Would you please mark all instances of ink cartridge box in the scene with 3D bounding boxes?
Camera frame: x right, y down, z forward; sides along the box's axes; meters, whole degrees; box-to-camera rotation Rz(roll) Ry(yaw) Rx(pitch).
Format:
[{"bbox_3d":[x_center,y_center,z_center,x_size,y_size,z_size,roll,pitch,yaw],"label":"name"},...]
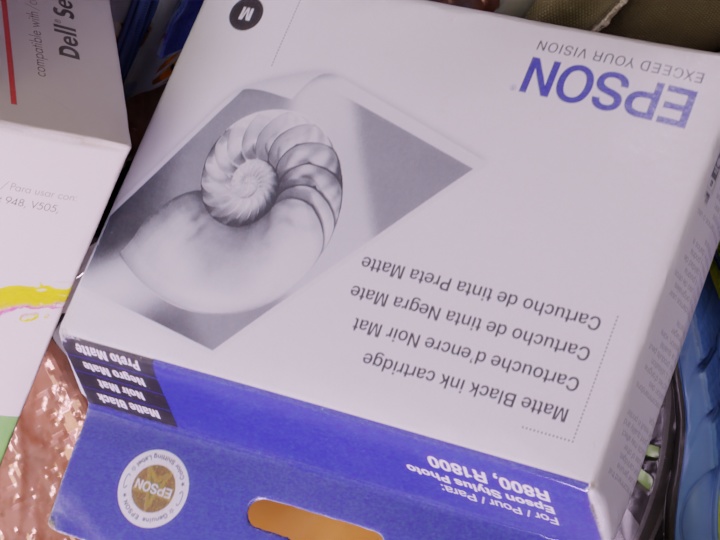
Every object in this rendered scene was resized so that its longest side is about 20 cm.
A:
[{"bbox_3d":[-0.131,-0.037,0.870,0.067,0.117,0.200,11,128,-21],"label":"ink cartridge box"},{"bbox_3d":[0.005,0.009,0.813,0.199,0.041,0.201,13,74,27],"label":"ink cartridge box"}]

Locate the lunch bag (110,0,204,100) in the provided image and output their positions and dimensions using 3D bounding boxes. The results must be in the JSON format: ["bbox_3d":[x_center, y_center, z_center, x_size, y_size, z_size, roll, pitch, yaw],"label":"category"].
[{"bbox_3d":[-0.104,-0.159,0.921,0.160,0.075,0.200,41,132,17],"label":"lunch bag"}]

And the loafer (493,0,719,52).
[{"bbox_3d":[0.107,-0.101,0.844,0.070,0.075,0.200,46,124,22],"label":"loafer"}]

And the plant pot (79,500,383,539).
[{"bbox_3d":[-0.042,0.151,0.916,0.200,0.200,0.184,38,96,15],"label":"plant pot"}]

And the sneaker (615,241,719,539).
[{"bbox_3d":[0.090,0.056,0.891,0.082,0.071,0.201,3,102,19],"label":"sneaker"}]

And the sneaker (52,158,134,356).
[{"bbox_3d":[-0.035,-0.016,0.948,0.200,0.074,0.079,-24,113,23],"label":"sneaker"}]
